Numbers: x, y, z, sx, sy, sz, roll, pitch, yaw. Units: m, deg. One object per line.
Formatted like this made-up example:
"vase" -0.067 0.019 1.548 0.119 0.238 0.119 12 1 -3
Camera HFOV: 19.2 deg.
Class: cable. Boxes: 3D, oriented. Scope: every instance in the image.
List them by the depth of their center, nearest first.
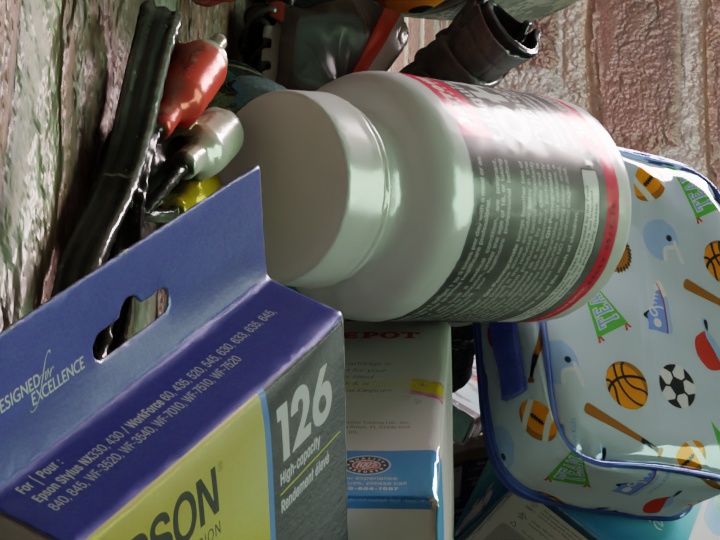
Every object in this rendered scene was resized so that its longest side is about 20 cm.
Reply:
"cable" -0.077 -0.035 0.805 0.200 0.050 0.098 -82 177 -63

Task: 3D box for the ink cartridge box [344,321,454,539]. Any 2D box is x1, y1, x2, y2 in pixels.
"ink cartridge box" -0.022 0.109 0.961 0.200 0.127 0.126 -77 166 -67

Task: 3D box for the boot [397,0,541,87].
"boot" 0.039 -0.079 1.124 0.070 0.132 0.200 38 20 -20

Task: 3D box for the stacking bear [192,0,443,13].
"stacking bear" -0.001 -0.176 1.003 0.200 0.121 0.115 8 67 -66

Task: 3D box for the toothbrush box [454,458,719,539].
"toothbrush box" 0.152 0.120 1.190 0.085 0.146 0.200 -48 -175 39

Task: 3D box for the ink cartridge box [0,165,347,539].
"ink cartridge box" -0.060 0.090 0.742 0.198 0.047 0.202 -40 135 -57

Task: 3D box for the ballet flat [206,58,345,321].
"ballet flat" -0.049 -0.021 1.037 0.075 0.073 0.201 -84 173 -47

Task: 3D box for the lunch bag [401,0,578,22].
"lunch bag" 0.085 -0.216 1.277 0.140 0.167 0.200 55 17 8

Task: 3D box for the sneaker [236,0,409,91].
"sneaker" -0.044 -0.100 1.148 0.082 0.077 0.200 44 38 -12

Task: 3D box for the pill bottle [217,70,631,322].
"pill bottle" 0.027 -0.032 0.963 0.199 0.110 0.112 2 87 -51

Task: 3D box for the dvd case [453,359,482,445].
"dvd case" 0.024 0.046 1.241 0.022 0.145 0.200 -62 167 12

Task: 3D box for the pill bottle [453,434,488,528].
"pill bottle" 0.079 0.202 1.211 0.112 0.110 0.201 83 10 -45

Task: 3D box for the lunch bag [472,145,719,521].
"lunch bag" 0.125 0.025 1.108 0.075 0.159 0.202 -37 -129 49

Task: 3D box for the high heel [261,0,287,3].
"high heel" -0.039 -0.091 1.271 0.142 0.071 0.202 11 92 -60

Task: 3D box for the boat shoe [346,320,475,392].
"boat shoe" 0.000 0.000 1.187 0.200 0.075 0.061 44 -46 50
